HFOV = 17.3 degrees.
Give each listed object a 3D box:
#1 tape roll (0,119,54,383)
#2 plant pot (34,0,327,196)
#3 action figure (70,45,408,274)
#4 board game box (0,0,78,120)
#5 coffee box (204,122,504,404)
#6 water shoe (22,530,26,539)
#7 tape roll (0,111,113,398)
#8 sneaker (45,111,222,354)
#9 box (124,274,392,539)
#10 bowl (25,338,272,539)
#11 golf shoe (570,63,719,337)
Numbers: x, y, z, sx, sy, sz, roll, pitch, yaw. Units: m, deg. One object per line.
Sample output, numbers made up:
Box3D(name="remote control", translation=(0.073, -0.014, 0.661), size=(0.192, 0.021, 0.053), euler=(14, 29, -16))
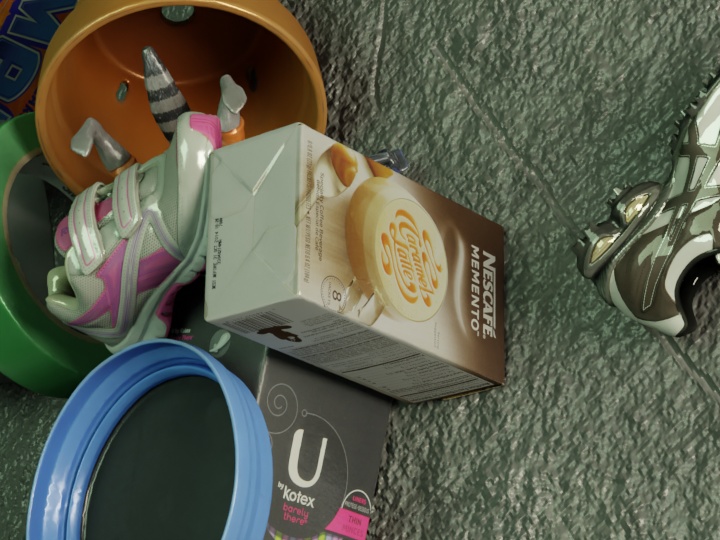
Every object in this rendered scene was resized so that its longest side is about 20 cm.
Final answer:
Box3D(name="tape roll", translation=(-0.293, -0.013, 1.779), size=(0.200, 0.066, 0.201), euler=(13, 105, 62))
Box3D(name="plant pot", translation=(-0.128, -0.148, 1.663), size=(0.200, 0.200, 0.140), euler=(-40, 34, 25))
Box3D(name="action figure", translation=(-0.078, -0.070, 1.586), size=(0.200, 0.194, 0.105), euler=(-26, 56, 4))
Box3D(name="board game box", translation=(-0.344, -0.218, 1.875), size=(0.200, 0.200, 0.200), euler=(-56, 45, 11))
Box3D(name="coffee box", translation=(0.000, 0.000, 1.460), size=(0.080, 0.200, 0.115), euler=(-16, 63, 37))
Box3D(name="water shoe", translation=(-0.197, 0.171, 1.671), size=(0.200, 0.071, 0.079), euler=(-52, 44, 14))
Box3D(name="tape roll", translation=(-0.212, -0.011, 1.665), size=(0.048, 0.200, 0.201), euler=(-23, 59, 34))
Box3D(name="sneaker", translation=(-0.145, -0.022, 1.498), size=(0.081, 0.088, 0.200), euler=(-92, 25, -52))
Box3D(name="box", translation=(-0.062, 0.112, 1.529), size=(0.106, 0.122, 0.200), euler=(-3, 72, 45))
Box3D(name="bowl", translation=(-0.131, 0.143, 1.465), size=(0.200, 0.039, 0.201), euler=(-20, 60, 40))
Box3D(name="golf shoe", translation=(0.217, -0.050, 1.379), size=(0.094, 0.078, 0.200), euler=(44, 107, 26))
